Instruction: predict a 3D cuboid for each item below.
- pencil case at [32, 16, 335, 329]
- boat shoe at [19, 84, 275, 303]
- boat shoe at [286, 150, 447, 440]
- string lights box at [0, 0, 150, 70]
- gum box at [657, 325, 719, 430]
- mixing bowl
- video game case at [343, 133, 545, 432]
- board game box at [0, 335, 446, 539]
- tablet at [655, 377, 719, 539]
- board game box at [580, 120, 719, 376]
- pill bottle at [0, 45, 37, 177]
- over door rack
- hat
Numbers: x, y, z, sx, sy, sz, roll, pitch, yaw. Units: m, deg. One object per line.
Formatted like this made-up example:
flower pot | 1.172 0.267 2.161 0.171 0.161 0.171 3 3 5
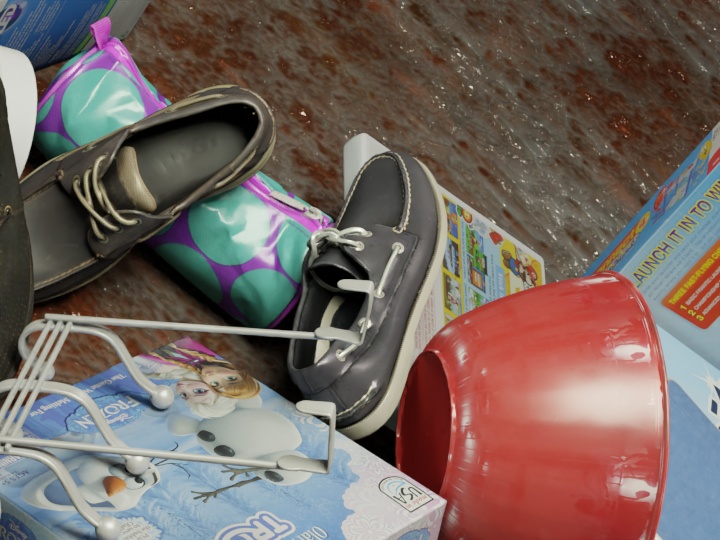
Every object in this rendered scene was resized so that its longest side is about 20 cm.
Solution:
pencil case | -0.107 -0.055 1.465 0.200 0.092 0.085 39 30 -2
boat shoe | -0.138 -0.050 1.381 0.200 0.073 0.075 -35 88 -9
boat shoe | 0.000 0.000 1.399 0.063 0.072 0.201 43 44 -36
string lights box | -0.205 -0.173 1.495 0.059 0.103 0.200 49 39 12
gum box | 0.220 0.134 1.564 0.200 0.045 0.170 35 38 -15
mixing bowl | 0.085 0.095 1.361 0.108 0.200 0.201 5 48 -18
video game case | 0.057 0.034 1.514 0.182 0.023 0.201 33 41 -36
board game box | -0.091 0.123 1.288 0.199 0.044 0.200 31 34 27
tablet | 0.231 0.167 1.499 0.200 0.014 0.130 48 38 1
board game box | 0.269 0.018 1.610 0.195 0.200 0.056 31 38 -11
pill bottle | -0.290 -0.098 1.345 0.199 0.116 0.116 11 46 -30
over door rack | -0.095 0.073 1.242 0.199 0.067 0.148 -6 26 11
hat | -0.234 -0.019 1.268 0.081 0.201 0.201 -3 44 7
